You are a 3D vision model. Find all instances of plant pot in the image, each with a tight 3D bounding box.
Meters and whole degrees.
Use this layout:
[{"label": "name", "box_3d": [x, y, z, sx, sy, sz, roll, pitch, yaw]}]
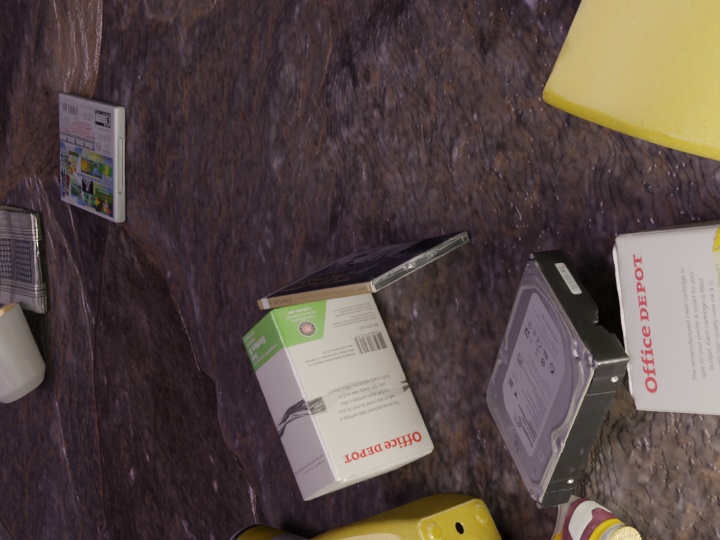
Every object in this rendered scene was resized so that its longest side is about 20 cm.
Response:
[{"label": "plant pot", "box_3d": [0.277, -0.174, 0.711, 0.176, 0.199, 0.201, 38, 125, 26]}, {"label": "plant pot", "box_3d": [0.055, 0.339, 1.077, 0.200, 0.193, 0.197, -38, 68, 37]}]

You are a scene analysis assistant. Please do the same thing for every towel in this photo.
[{"label": "towel", "box_3d": [-0.656, -0.024, 1.964, 0.199, 0.034, 0.195, 10, 105, 49]}]

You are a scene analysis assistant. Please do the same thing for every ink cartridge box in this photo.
[{"label": "ink cartridge box", "box_3d": [0.305, 0.033, 0.789, 0.199, 0.085, 0.149, -3, 95, 52]}, {"label": "ink cartridge box", "box_3d": [-0.025, 0.137, 1.156, 0.084, 0.145, 0.202, -39, 68, 47]}]

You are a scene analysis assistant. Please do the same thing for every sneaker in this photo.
[{"label": "sneaker", "box_3d": [0.205, 0.313, 0.983, 0.090, 0.074, 0.202, 31, 114, 52]}]

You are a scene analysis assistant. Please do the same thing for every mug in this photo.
[{"label": "mug", "box_3d": [-0.666, 0.155, 1.946, 0.148, 0.187, 0.154, -22, 105, 23]}]

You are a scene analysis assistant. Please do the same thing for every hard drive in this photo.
[{"label": "hard drive", "box_3d": [0.171, 0.101, 0.939, 0.140, 0.037, 0.201, -112, 23, -43]}]

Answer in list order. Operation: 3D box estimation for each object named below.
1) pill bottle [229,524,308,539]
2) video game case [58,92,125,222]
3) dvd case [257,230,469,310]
[{"label": "pill bottle", "box_3d": [-0.086, 0.396, 1.308, 0.199, 0.111, 0.113, 1, 98, 50]}, {"label": "video game case", "box_3d": [-0.440, -0.188, 1.685, 0.199, 0.022, 0.184, 19, 112, 46]}, {"label": "dvd case", "box_3d": [0.000, 0.000, 1.098, 0.199, 0.148, 0.016, -11, 103, 51]}]
